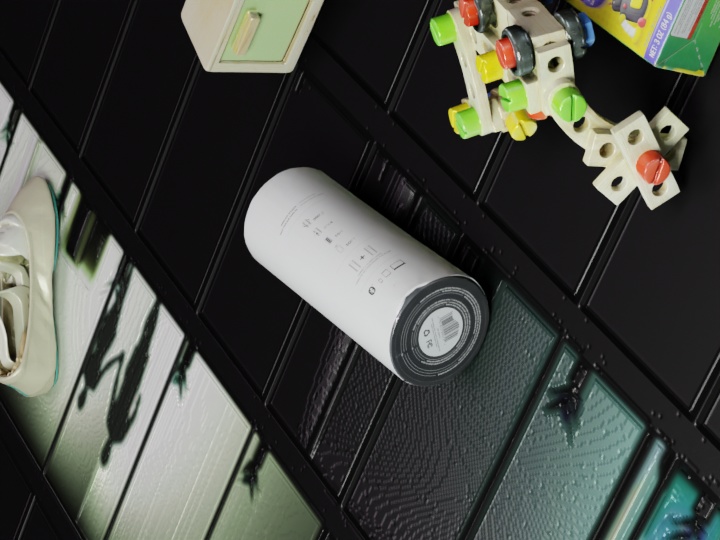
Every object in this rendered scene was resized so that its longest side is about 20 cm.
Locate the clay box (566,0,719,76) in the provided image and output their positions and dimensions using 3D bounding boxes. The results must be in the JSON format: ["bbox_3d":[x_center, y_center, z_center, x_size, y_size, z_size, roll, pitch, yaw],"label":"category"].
[{"bbox_3d":[0.157,-0.213,1.267,0.200,0.047,0.116,45,121,46],"label":"clay box"}]

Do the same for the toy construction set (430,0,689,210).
[{"bbox_3d":[0.109,-0.109,1.265,0.200,0.092,0.132,37,146,48],"label":"toy construction set"}]

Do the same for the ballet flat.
[{"bbox_3d":[-0.301,0.010,1.848,0.069,0.069,0.202,-23,67,50],"label":"ballet flat"}]

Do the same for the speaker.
[{"bbox_3d":[0.000,0.000,1.427,0.200,0.081,0.082,36,114,49],"label":"speaker"}]

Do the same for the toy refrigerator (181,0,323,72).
[{"bbox_3d":[-0.058,-0.235,1.515,0.201,0.075,0.070,-62,42,41],"label":"toy refrigerator"}]
